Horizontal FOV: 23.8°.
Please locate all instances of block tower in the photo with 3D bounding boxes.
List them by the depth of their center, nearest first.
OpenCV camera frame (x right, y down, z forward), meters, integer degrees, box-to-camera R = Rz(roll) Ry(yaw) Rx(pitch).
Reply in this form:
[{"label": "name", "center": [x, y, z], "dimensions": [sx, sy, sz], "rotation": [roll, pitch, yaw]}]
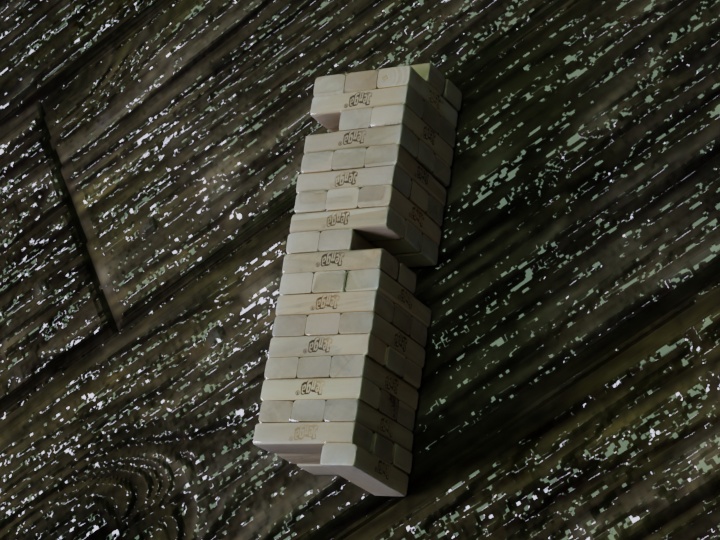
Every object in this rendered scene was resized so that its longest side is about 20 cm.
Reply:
[{"label": "block tower", "center": [0.000, 0.000, 0.791], "dimensions": [0.058, 0.054, 0.200], "rotation": [-4, 67, 30]}]
